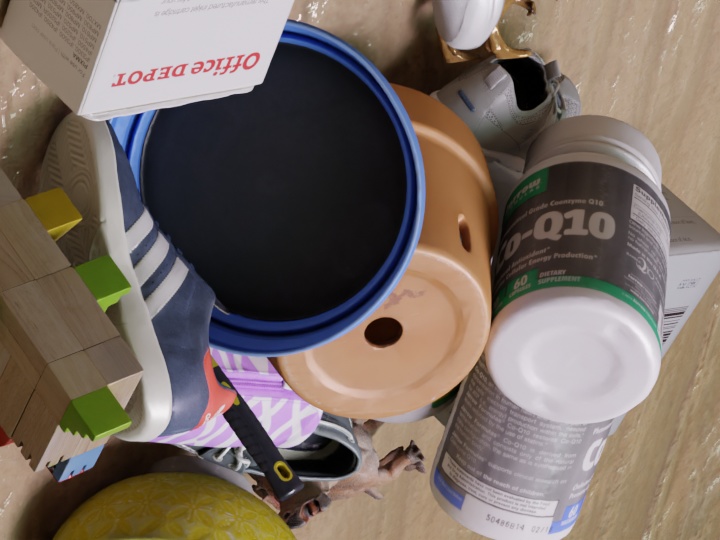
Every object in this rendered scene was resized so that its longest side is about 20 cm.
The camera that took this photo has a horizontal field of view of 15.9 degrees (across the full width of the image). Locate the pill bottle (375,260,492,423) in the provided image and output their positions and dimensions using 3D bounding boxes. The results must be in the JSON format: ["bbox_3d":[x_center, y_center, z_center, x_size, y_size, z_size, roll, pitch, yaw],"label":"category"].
[{"bbox_3d":[0.033,0.006,1.819,0.113,0.113,0.200,-31,149,-29],"label":"pill bottle"}]

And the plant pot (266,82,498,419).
[{"bbox_3d":[0.000,0.000,1.638,0.200,0.140,0.200,-6,128,-8],"label":"plant pot"}]

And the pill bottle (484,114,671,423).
[{"bbox_3d":[0.146,-0.005,1.691,0.200,0.113,0.113,-79,-176,-49],"label":"pill bottle"}]

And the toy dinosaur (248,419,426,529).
[{"bbox_3d":[-0.028,0.151,1.967,0.135,0.086,0.200,-33,168,-6],"label":"toy dinosaur"}]

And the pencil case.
[{"bbox_3d":[-0.107,0.076,1.698,0.200,0.085,0.084,5,93,-44],"label":"pencil case"}]

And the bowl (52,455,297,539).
[{"bbox_3d":[-0.122,0.197,1.822,0.200,0.200,0.108,90,8,-54],"label":"bowl"}]

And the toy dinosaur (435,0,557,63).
[{"bbox_3d":[0.069,-0.190,1.690,0.200,0.060,0.106,-13,102,-44],"label":"toy dinosaur"}]

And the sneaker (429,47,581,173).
[{"bbox_3d":[0.115,-0.114,1.777,0.082,0.075,0.200,-38,172,26],"label":"sneaker"}]

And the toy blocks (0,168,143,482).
[{"bbox_3d":[-0.202,0.045,1.458,0.100,0.200,0.137,-22,156,-37],"label":"toy blocks"}]

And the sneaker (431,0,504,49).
[{"bbox_3d":[0.041,-0.221,1.566,0.080,0.070,0.200,-21,127,-19],"label":"sneaker"}]

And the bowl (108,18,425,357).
[{"bbox_3d":[-0.057,-0.051,1.526,0.201,0.201,0.039,-55,173,15],"label":"bowl"}]

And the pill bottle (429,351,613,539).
[{"bbox_3d":[0.129,0.085,1.835,0.114,0.114,0.200,-14,130,-48],"label":"pill bottle"}]

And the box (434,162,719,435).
[{"bbox_3d":[0.150,0.024,1.994,0.200,0.131,0.199,-6,132,-52],"label":"box"}]

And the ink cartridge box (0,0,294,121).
[{"bbox_3d":[-0.095,-0.193,1.392,0.147,0.083,0.200,-15,138,-46],"label":"ink cartridge box"}]

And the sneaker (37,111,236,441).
[{"bbox_3d":[-0.126,0.002,1.497,0.084,0.200,0.075,-4,164,-39],"label":"sneaker"}]

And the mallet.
[{"bbox_3d":[-0.107,0.061,1.603,0.066,0.200,0.041,-22,166,-32],"label":"mallet"}]

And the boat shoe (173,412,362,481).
[{"bbox_3d":[-0.079,0.108,1.806,0.200,0.062,0.073,15,117,-41],"label":"boat shoe"}]
